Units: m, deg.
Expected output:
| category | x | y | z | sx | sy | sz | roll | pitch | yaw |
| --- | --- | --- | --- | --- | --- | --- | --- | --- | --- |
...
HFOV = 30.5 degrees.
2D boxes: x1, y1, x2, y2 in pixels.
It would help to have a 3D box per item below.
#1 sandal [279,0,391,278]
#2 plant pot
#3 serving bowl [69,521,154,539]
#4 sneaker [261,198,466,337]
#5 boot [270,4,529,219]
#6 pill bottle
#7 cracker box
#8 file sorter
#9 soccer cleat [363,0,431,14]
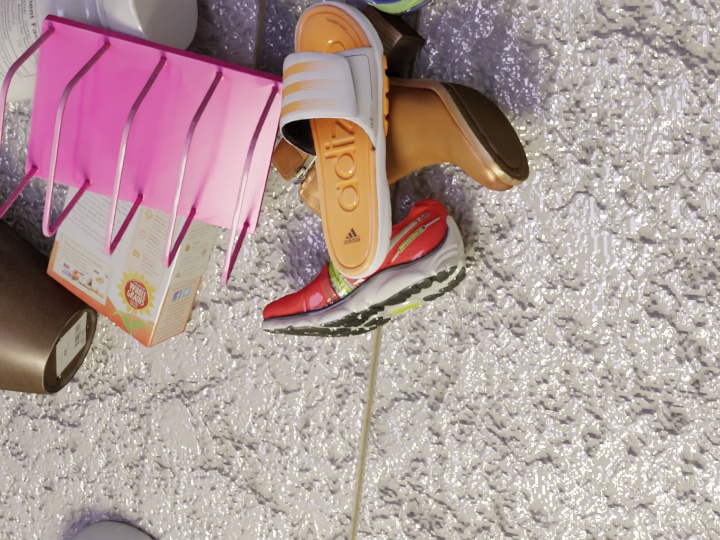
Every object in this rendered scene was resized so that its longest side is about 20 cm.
| category | x | y | z | sx | sy | sz | roll | pitch | yaw |
| --- | --- | --- | --- | --- | --- | --- | --- | --- | --- |
| sandal | -0.021 | -0.098 | 0.957 | 0.079 | 0.059 | 0.208 | -14 | 81 | 38 |
| plant pot | -0.360 | 0.034 | 1.264 | 0.199 | 0.187 | 0.188 | 24 | 117 | 11 |
| serving bowl | -0.252 | 0.360 | 1.335 | 0.199 | 0.066 | 0.202 | 11 | 110 | 32 |
| sneaker | 0.000 | 0.000 | 1.068 | 0.199 | 0.077 | 0.085 | -24 | 70 | 32 |
| boot | 0.022 | -0.086 | 0.997 | 0.200 | 0.077 | 0.156 | 46 | 113 | 22 |
| pill bottle | -0.243 | -0.212 | 1.121 | 0.199 | 0.114 | 0.115 | -5 | 101 | 30 |
| cracker box | -0.196 | -0.051 | 1.183 | 0.134 | 0.058 | 0.201 | 34 | 121 | 21 |
| file sorter | -0.174 | -0.090 | 1.028 | 0.199 | 0.126 | 0.140 | 15 | 120 | -1 |
| soccer cleat | 0.058 | -0.268 | 0.930 | 0.065 | 0.084 | 0.201 | 40 | 122 | 19 |
